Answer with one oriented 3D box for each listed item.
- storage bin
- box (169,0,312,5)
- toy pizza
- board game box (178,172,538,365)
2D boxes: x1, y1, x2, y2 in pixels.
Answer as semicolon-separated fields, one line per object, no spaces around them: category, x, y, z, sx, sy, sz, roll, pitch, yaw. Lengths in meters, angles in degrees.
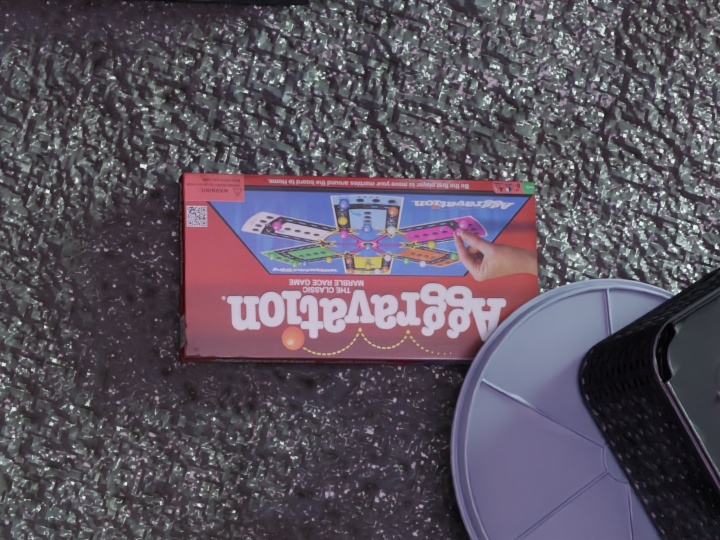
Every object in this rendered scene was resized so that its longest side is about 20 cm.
storage bin;0.228;0.098;1.336;0.135;0.094;0.200;-30;92;-23
box;-0.121;-0.232;1.373;0.199;0.049;0.162;0;78;-12
toy pizza;0.139;0.105;1.369;0.200;0.032;0.201;4;78;-20
board game box;0.000;0.000;1.371;0.199;0.019;0.103;1;81;-12
